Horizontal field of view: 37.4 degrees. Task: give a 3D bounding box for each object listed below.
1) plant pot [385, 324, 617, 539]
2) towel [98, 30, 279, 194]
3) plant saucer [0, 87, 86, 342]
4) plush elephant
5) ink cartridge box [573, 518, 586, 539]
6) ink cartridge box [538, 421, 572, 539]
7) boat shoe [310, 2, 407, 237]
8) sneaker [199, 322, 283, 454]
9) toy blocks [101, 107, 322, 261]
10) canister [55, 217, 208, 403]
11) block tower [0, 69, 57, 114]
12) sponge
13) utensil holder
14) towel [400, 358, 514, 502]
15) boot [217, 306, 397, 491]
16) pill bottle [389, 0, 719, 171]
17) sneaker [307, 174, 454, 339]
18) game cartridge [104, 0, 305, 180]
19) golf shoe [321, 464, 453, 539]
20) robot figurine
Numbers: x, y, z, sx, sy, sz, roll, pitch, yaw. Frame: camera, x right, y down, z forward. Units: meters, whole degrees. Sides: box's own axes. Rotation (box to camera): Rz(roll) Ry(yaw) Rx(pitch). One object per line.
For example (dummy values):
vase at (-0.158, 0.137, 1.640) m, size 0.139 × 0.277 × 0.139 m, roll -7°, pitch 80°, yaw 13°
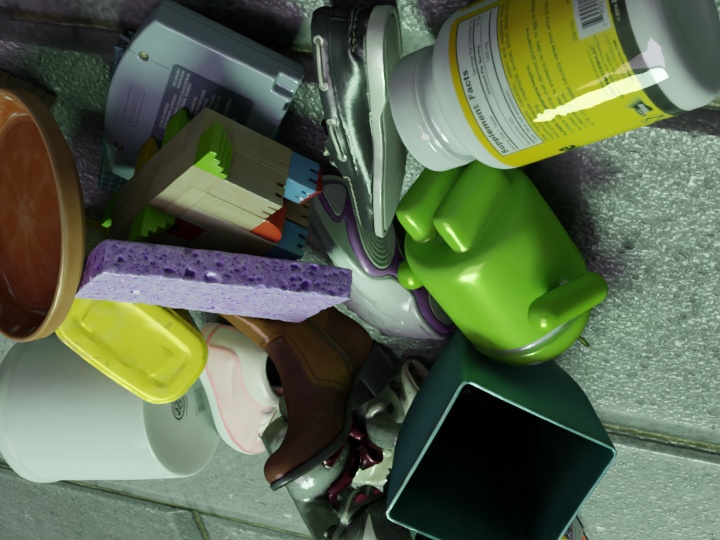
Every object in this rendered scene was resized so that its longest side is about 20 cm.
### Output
plant pot at (0.113, 0.134, 0.943) m, size 0.140 × 0.200 × 0.142 m, roll 25°, pitch 110°, yaw -9°
towel at (-0.153, -0.105, 0.921) m, size 0.146 × 0.022 × 0.200 m, roll 23°, pitch 143°, yaw -4°
plant saucer at (-0.272, -0.045, 0.855) m, size 0.032 × 0.202 × 0.200 m, roll -7°, pitch 164°, yaw -42°
plush elephant at (-0.010, 0.171, 1.065) m, size 0.166 × 0.154 × 0.200 m, roll 66°, pitch 169°, yaw -17°
ink cartridge box at (0.176, 0.331, 1.311) m, size 0.199 × 0.044 × 0.174 m, roll -5°, pitch 136°, yaw 29°
ink cartridge box at (0.174, 0.213, 1.054) m, size 0.050 × 0.110 × 0.200 m, roll 5°, pitch 164°, yaw -13°
boat shoe at (-0.002, -0.110, 0.804) m, size 0.060 × 0.074 × 0.201 m, roll 9°, pitch 139°, yaw 13°
sneaker at (-0.105, 0.141, 1.164) m, size 0.104 × 0.076 × 0.201 m, roll 8°, pitch 138°, yaw 24°
toy blocks at (-0.102, -0.046, 0.835) m, size 0.136 × 0.101 × 0.200 m, roll 24°, pitch 148°, yaw -28°
canister at (-0.221, 0.033, 0.980) m, size 0.148 × 0.087 × 0.200 m, roll 41°, pitch 179°, yaw -23°
block tower at (-0.360, -0.158, 0.918) m, size 0.199 × 0.058 × 0.054 m, roll 28°, pitch 142°, yaw -8°
sponge at (-0.116, 0.010, 0.841) m, size 0.198 × 0.030 × 0.111 m, roll 8°, pitch 165°, yaw -25°
utensil holder at (-0.274, 0.148, 1.175) m, size 0.198 × 0.171 × 0.170 m, roll -4°, pitch 138°, yaw 26°
towel at (0.090, 0.218, 1.108) m, size 0.032 × 0.192 × 0.201 m, roll -20°, pitch 142°, yaw -18°
boot at (-0.079, 0.066, 0.922) m, size 0.200 × 0.188 × 0.068 m, roll 46°, pitch 143°, yaw -5°
pill bottle at (0.120, -0.132, 0.688) m, size 0.199 × 0.113 × 0.112 m, roll -15°, pitch 132°, yaw 38°
sneaker at (0.000, 0.000, 0.940) m, size 0.099 × 0.075 × 0.200 m, roll -10°, pitch 133°, yaw 39°
game cartridge at (-0.133, -0.122, 0.840) m, size 0.132 × 0.042 × 0.200 m, roll 28°, pitch 145°, yaw -6°
golf shoe at (0.047, 0.221, 0.954) m, size 0.088 × 0.200 × 0.078 m, roll 24°, pitch 109°, yaw 24°
robot figurine at (0.112, -0.004, 0.850) m, size 0.175 × 0.116 × 0.200 m, roll 14°, pitch 152°, yaw 48°
